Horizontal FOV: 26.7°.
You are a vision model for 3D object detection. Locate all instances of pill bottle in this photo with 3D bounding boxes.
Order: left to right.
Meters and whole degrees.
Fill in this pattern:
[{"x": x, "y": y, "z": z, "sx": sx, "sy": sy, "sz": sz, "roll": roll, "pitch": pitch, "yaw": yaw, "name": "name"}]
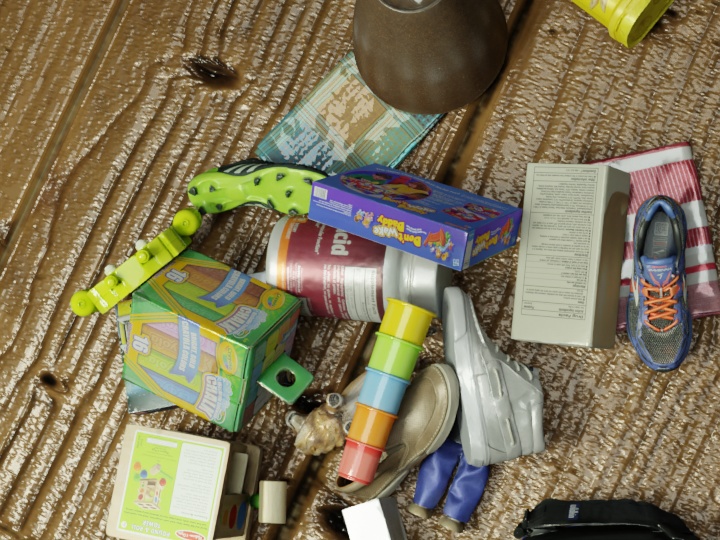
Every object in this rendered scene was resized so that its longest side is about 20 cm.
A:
[{"x": 0.000, "y": 0.000, "z": 1.747, "sx": 0.198, "sy": 0.114, "sz": 0.115, "roll": 4, "pitch": 83, "yaw": 14, "name": "pill bottle"}]

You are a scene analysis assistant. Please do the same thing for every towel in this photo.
[{"x": -0.014, "y": -0.164, "z": 1.821, "sx": 0.200, "sy": 0.022, "sz": 0.147, "roll": -45, "pitch": 76, "yaw": 4, "name": "towel"}, {"x": 0.323, "y": -0.037, "z": 1.723, "sx": 0.143, "sy": 0.023, "sz": 0.202, "roll": -11, "pitch": 80, "yaw": 11, "name": "towel"}]

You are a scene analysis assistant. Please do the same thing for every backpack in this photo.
[{"x": 0.273, "y": 0.337, "z": 1.604, "sx": 0.189, "sy": 0.200, "sz": 0.155, "roll": -16, "pitch": 110, "yaw": 3, "name": "backpack"}]

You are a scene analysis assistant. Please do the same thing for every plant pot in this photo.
[{"x": 0.070, "y": -0.297, "z": 1.717, "sx": 0.185, "sy": 0.200, "sz": 0.188, "roll": -2, "pitch": 77, "yaw": 8, "name": "plant pot"}]

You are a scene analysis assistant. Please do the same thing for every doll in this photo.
[{"x": 0.116, "y": 0.189, "z": 1.727, "sx": 0.136, "sy": 0.048, "sz": 0.201, "roll": 23, "pitch": 88, "yaw": 11, "name": "doll"}]

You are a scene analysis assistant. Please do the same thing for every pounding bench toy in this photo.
[{"x": -0.160, "y": 0.256, "z": 1.728, "sx": 0.198, "sy": 0.156, "sz": 0.125, "roll": 8, "pitch": 83, "yaw": 14, "name": "pounding bench toy"}]

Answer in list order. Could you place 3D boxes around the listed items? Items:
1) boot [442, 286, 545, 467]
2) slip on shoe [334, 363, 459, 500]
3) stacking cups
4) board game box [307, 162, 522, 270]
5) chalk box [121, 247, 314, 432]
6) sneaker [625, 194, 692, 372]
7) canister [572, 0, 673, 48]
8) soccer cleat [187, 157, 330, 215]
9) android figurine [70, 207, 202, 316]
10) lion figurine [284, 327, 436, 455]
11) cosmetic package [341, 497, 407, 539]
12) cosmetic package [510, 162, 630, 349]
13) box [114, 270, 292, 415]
[{"x": 0.149, "y": 0.112, "z": 1.687, "sx": 0.095, "sy": 0.074, "sz": 0.202, "roll": -8, "pitch": 84, "yaw": -8, "name": "boot"}, {"x": 0.039, "y": 0.182, "z": 1.696, "sx": 0.200, "sy": 0.060, "sz": 0.076, "roll": -52, "pitch": 47, "yaw": 33, "name": "slip on shoe"}, {"x": 0.023, "y": 0.133, "z": 1.659, "sx": 0.060, "sy": 0.060, "sz": 0.201, "roll": 19, "pitch": 88, "yaw": 15, "name": "stacking cups"}, {"x": 0.061, "y": -0.063, "z": 1.694, "sx": 0.199, "sy": 0.134, "sz": 0.045, "roll": 20, "pitch": 112, "yaw": 28, "name": "board game box"}, {"x": -0.148, "y": 0.085, "z": 1.704, "sx": 0.199, "sy": 0.124, "sz": 0.125, "roll": 23, "pitch": 123, "yaw": 15, "name": "chalk box"}, {"x": 0.324, "y": 0.011, "z": 1.664, "sx": 0.075, "sy": 0.078, "sz": 0.202, "roll": -5, "pitch": 80, "yaw": 12, "name": "sneaker"}, {"x": 0.276, "y": -0.375, "z": 1.748, "sx": 0.200, "sy": 0.087, "sz": 0.149, "roll": 41, "pitch": 93, "yaw": 16, "name": "canister"}, {"x": -0.111, "y": -0.105, "z": 1.791, "sx": 0.199, "sy": 0.081, "sz": 0.068, "roll": 0, "pitch": 121, "yaw": 27, "name": "soccer cleat"}, {"x": -0.257, "y": -0.006, "z": 1.764, "sx": 0.182, "sy": 0.200, "sz": 0.041, "roll": -38, "pitch": 94, "yaw": 3, "name": "android figurine"}, {"x": 0.004, "y": 0.138, "z": 1.744, "sx": 0.200, "sy": 0.123, "sz": 0.073, "roll": -38, "pitch": 85, "yaw": -10, "name": "lion figurine"}, {"x": 0.036, "y": 0.359, "z": 1.706, "sx": 0.050, "sy": 0.083, "sz": 0.201, "roll": -19, "pitch": 78, "yaw": 10, "name": "cosmetic package"}, {"x": 0.235, "y": -0.016, "z": 1.696, "sx": 0.105, "sy": 0.071, "sz": 0.202, "roll": 6, "pitch": 89, "yaw": 33, "name": "cosmetic package"}, {"x": -0.189, "y": 0.088, "z": 1.819, "sx": 0.198, "sy": 0.038, "sz": 0.138, "roll": -11, "pitch": 80, "yaw": 12, "name": "box"}]
